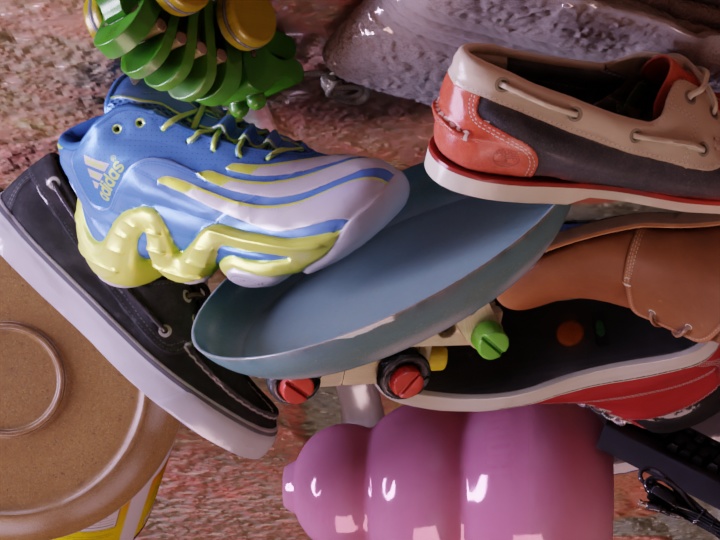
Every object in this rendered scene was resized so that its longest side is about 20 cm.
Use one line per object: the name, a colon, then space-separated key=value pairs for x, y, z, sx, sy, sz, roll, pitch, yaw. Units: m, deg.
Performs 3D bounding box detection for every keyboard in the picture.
keyboard: x=0.230 y=0.135 z=1.369 sx=0.200 sy=0.021 sz=0.127 roll=25 pitch=-156 yaw=15

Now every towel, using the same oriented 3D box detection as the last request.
towel: x=0.095 y=-0.101 z=1.108 sx=0.200 sy=0.034 sz=0.133 roll=13 pitch=153 yaw=-23

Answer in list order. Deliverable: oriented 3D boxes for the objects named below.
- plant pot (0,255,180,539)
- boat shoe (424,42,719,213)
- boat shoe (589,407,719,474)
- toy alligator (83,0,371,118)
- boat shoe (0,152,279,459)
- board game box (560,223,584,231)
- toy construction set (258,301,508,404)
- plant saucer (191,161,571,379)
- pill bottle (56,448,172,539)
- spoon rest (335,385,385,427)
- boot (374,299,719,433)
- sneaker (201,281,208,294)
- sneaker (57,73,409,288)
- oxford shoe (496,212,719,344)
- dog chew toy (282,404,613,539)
plant pot: x=-0.196 y=0.059 z=1.310 sx=0.200 sy=0.200 sz=0.027 roll=3 pitch=-170 yaw=-3
boat shoe: x=0.125 y=-0.068 z=1.063 sx=0.200 sy=0.071 sz=0.063 roll=1 pitch=119 yaw=-21
boat shoe: x=0.195 y=0.099 z=1.512 sx=0.200 sy=0.071 sz=0.070 roll=-11 pitch=151 yaw=13
toy alligator: x=-0.065 y=-0.098 z=1.103 sx=0.059 sy=0.054 sz=0.200 roll=-19 pitch=148 yaw=40
boat shoe: x=-0.114 y=0.019 z=1.254 sx=0.200 sy=0.057 sz=0.069 roll=42 pitch=-168 yaw=-3
board game box: x=0.165 y=0.028 z=1.390 sx=0.135 sy=0.035 sz=0.200 roll=-2 pitch=155 yaw=9
toy construction set: x=0.000 y=0.000 z=1.245 sx=0.200 sy=0.092 sz=0.131 roll=6 pitch=120 yaw=-7
plant saucer: x=0.015 y=-0.002 z=1.114 sx=0.200 sy=0.200 sz=0.027 roll=-15 pitch=111 yaw=34
pill bottle: x=-0.177 y=0.112 z=1.515 sx=0.109 sy=0.109 sz=0.200 roll=6 pitch=155 yaw=-9
spoon rest: x=-0.021 y=0.057 z=1.462 sx=0.099 sy=0.061 sz=0.200 roll=-5 pitch=142 yaw=13
boot: x=0.111 y=0.062 z=1.346 sx=0.200 sy=0.072 sz=0.144 roll=-6 pitch=156 yaw=9
sneaker: x=-0.186 y=0.020 z=1.381 sx=0.200 sy=0.074 sz=0.118 roll=-13 pitch=178 yaw=0
sneaker: x=-0.075 y=-0.048 z=1.144 sx=0.200 sy=0.076 sz=0.105 roll=-10 pitch=118 yaw=36
oxford shoe: x=0.149 y=0.004 z=1.155 sx=0.200 sy=0.071 sz=0.071 roll=-9 pitch=177 yaw=32
dog chew toy: x=0.053 y=0.132 z=1.433 sx=0.200 sy=0.125 sz=0.125 roll=1 pitch=156 yaw=3
